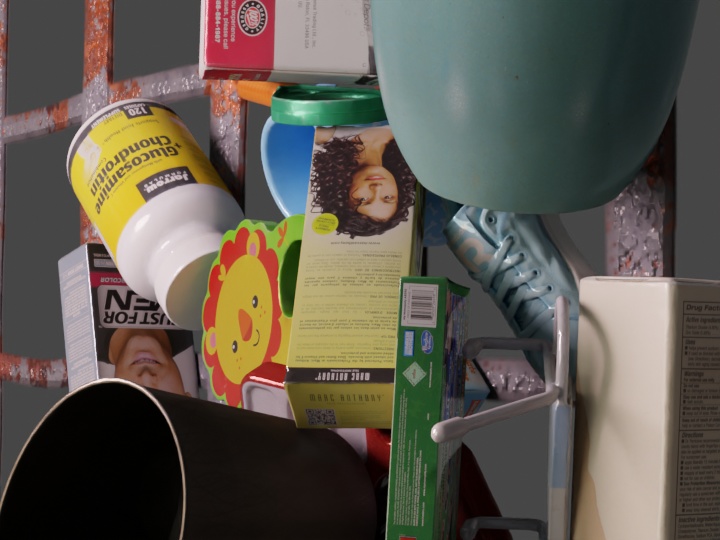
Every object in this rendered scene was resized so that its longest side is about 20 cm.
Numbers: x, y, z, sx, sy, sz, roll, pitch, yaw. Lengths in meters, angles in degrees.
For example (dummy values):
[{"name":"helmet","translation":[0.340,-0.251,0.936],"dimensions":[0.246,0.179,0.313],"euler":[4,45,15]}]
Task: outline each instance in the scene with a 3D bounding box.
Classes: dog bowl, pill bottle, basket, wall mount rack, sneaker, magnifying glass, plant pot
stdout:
[{"name":"dog bowl","translation":[-0.005,-0.070,1.263],"dimensions":[0.199,0.049,0.113],"euler":[17,123,55]},{"name":"pill bottle","translation":[-0.160,-0.045,1.465],"dimensions":[0.200,0.111,0.113],"euler":[54,130,42]},{"name":"basket","translation":[-0.091,0.147,1.047],"dimensions":[0.136,0.199,0.182],"euler":[40,111,32]},{"name":"wall mount rack","translation":[0.079,0.119,0.984],"dimensions":[0.174,0.074,0.203],"euler":[-65,-24,-75]},{"name":"sneaker","translation":[0.090,-0.005,1.124],"dimensions":[0.074,0.081,0.201],"euler":[-54,46,40]},{"name":"magnifying glass","translation":[-0.041,-0.118,1.221],"dimensions":[0.200,0.079,0.023],"euler":[-159,65,-66]},{"name":"plant pot","translation":[0.098,-0.128,1.035],"dimensions":[0.200,0.199,0.163],"euler":[31,125,51]}]

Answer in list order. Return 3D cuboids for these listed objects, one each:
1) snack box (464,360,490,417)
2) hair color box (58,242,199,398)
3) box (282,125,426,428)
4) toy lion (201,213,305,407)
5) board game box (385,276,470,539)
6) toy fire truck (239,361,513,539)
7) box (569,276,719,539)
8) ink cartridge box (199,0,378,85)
[{"name":"snack box","translation":[0.012,0.115,1.269],"dimensions":[0.201,0.037,0.117],"euler":[-61,42,33]},{"name":"hair color box","translation":[-0.195,0.082,1.519],"dimensions":[0.060,0.098,0.202],"euler":[-24,69,51]},{"name":"box","translation":[0.000,0.000,1.096],"dimensions":[0.050,0.074,0.202],"euler":[79,-168,-53]},{"name":"toy lion","translation":[-0.058,0.035,1.289],"dimensions":[0.201,0.068,0.193],"euler":[-58,40,39]},{"name":"board game box","translation":[0.038,0.107,1.018],"dimensions":[0.135,0.029,0.203],"euler":[21,-108,-82]},{"name":"toy fire truck","translation":[0.008,0.152,1.148],"dimensions":[0.198,0.112,0.170],"euler":[11,117,37]},{"name":"box","translation":[0.175,0.106,0.987],"dimensions":[0.077,0.094,0.203],"euler":[1,88,56]},{"name":"ink cartridge box","translation":[-0.004,-0.196,1.167],"dimensions":[0.083,0.197,0.147],"euler":[174,97,-83]}]
